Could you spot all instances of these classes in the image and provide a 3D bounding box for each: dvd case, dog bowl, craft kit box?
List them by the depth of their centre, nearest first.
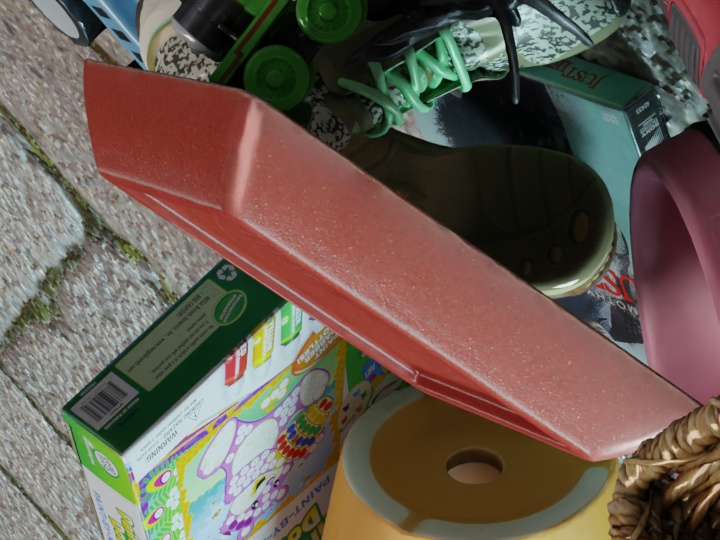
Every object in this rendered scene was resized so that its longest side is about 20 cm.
[{"bbox_3d":[0.148,0.032,1.026,0.200,0.074,0.201,167,90,-86],"label":"dog bowl"},{"bbox_3d":[0.091,-0.014,1.245,0.146,0.022,0.200,24,148,44],"label":"dvd case"},{"bbox_3d":[-0.040,0.066,1.374,0.048,0.200,0.198,34,154,26],"label":"craft kit box"}]

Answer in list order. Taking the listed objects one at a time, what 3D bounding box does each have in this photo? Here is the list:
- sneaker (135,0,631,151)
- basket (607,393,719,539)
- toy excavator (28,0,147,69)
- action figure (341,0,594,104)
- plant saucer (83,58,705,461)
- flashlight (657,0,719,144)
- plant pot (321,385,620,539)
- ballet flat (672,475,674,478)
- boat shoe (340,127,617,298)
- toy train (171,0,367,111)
[{"bbox_3d":[0.006,-0.073,1.129,0.199,0.089,0.077,-10,139,19],"label":"sneaker"},{"bbox_3d":[0.166,0.113,0.856,0.149,0.143,0.200,36,141,-20],"label":"basket"},{"bbox_3d":[-0.079,-0.149,1.192,0.195,0.100,0.200,49,166,-8],"label":"toy excavator"},{"bbox_3d":[0.005,-0.153,1.056,0.200,0.119,0.102,50,177,14],"label":"action figure"},{"bbox_3d":[0.000,0.000,1.032,0.199,0.037,0.200,34,175,-21],"label":"plant saucer"},{"bbox_3d":[0.109,-0.111,0.892,0.068,0.068,0.200,22,-143,-39],"label":"flashlight"},{"bbox_3d":[0.056,0.156,1.390,0.200,0.200,0.184,29,135,37],"label":"plant pot"},{"bbox_3d":[0.192,0.090,1.173,0.200,0.073,0.073,-5,124,55],"label":"ballet flat"},{"bbox_3d":[0.006,-0.023,1.201,0.200,0.072,0.068,12,167,13],"label":"boat shoe"},{"bbox_3d":[0.009,-0.137,0.993,0.056,0.200,0.042,39,-172,-1],"label":"toy train"}]
